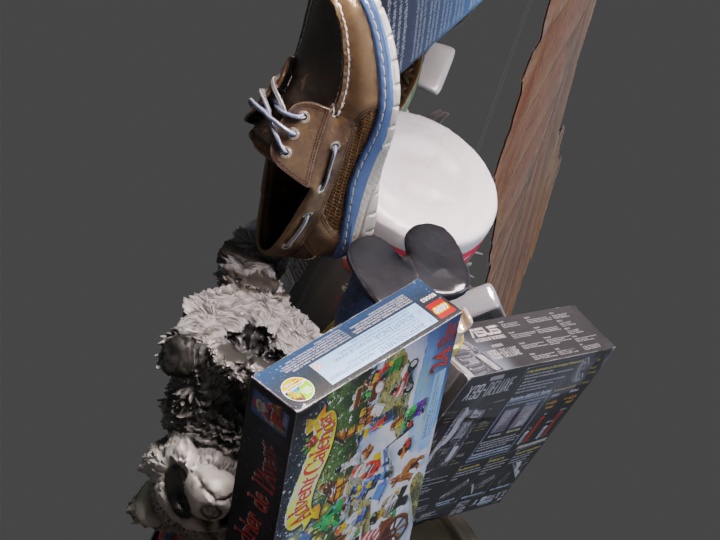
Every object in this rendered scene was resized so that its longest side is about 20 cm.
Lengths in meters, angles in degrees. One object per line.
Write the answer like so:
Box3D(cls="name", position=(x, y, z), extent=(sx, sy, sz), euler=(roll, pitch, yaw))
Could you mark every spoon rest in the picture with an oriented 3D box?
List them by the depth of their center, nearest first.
Box3D(cls="spoon rest", position=(0.015, -0.110, 1.809), extent=(0.200, 0.060, 0.100), euler=(118, -5, -62))

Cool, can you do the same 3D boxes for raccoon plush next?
Box3D(cls="raccoon plush", position=(-0.071, 0.076, 1.483), extent=(0.200, 0.096, 0.134), euler=(-59, 171, -60))

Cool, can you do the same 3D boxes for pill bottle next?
Box3D(cls="pill bottle", position=(0.000, 0.000, 1.612), extent=(0.200, 0.110, 0.111), euler=(-58, -176, 44))

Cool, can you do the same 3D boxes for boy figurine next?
Box3D(cls="boy figurine", position=(0.007, 0.057, 1.541), extent=(0.200, 0.124, 0.065), euler=(106, -35, -48))

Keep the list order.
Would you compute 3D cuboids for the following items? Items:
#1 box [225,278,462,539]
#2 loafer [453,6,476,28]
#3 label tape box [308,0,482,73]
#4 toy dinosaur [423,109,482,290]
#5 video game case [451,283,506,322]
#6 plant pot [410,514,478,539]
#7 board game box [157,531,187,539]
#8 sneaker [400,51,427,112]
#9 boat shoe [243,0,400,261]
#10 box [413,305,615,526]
Box3D(cls="box", position=(-0.015, 0.115, 1.437), extent=(0.136, 0.038, 0.201), euler=(-31, 145, -38))
Box3D(cls="loafer", position=(0.058, -0.248, 1.750), extent=(0.200, 0.072, 0.063), euler=(85, 16, -60))
Box3D(cls="label tape box", position=(0.013, -0.186, 1.537), extent=(0.200, 0.066, 0.144), euler=(-42, 157, -26))
Box3D(cls="toy dinosaur", position=(0.015, -0.012, 1.756), extent=(0.200, 0.105, 0.181), euler=(-41, 153, 20))
Box3D(cls="video game case", position=(0.020, 0.064, 1.805), extent=(0.200, 0.182, 0.023), euler=(54, 15, -79))
Box3D(cls="plant pot", position=(-0.022, 0.247, 1.860), extent=(0.173, 0.199, 0.201), euler=(24, 83, -64))
Box3D(cls="board game box", position=(-0.105, 0.165, 1.594), extent=(0.200, 0.039, 0.158), euler=(104, 3, -48))
Box3D(cls="sneaker", position=(0.019, -0.148, 1.677), extent=(0.090, 0.067, 0.201), euler=(70, 35, -70))
Box3D(cls="boat shoe", position=(-0.026, -0.082, 1.438), extent=(0.072, 0.072, 0.201), euler=(50, -33, 43))
Box3D(cls="box", position=(0.070, 0.104, 1.709), extent=(0.200, 0.050, 0.158), euler=(-8, 138, -54))
